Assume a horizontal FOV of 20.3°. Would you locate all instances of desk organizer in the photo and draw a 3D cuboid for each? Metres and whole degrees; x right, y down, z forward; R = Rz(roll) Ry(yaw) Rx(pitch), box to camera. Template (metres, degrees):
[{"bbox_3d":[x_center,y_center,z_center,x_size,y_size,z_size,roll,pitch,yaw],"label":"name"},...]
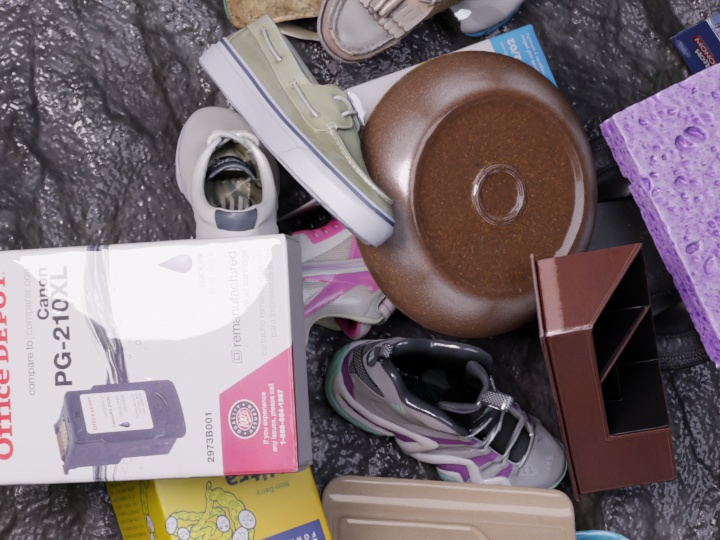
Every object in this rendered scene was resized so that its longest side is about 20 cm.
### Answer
[{"bbox_3d":[0.172,0.072,1.406,0.077,0.200,0.072,-9,49,7],"label":"desk organizer"}]

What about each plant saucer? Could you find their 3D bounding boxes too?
[{"bbox_3d":[0.089,-0.052,1.387,0.200,0.037,0.201,-1,93,-28],"label":"plant saucer"}]

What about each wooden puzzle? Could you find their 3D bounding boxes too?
[{"bbox_3d":[0.063,0.238,1.385,0.184,0.037,0.200,4,50,-6],"label":"wooden puzzle"}]

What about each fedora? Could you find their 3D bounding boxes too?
[{"bbox_3d":[0.205,-0.010,1.513,0.200,0.092,0.201,3,79,-19],"label":"fedora"}]

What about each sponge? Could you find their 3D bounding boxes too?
[{"bbox_3d":[0.265,-0.042,1.473,0.111,0.030,0.200,-25,89,-21],"label":"sponge"}]

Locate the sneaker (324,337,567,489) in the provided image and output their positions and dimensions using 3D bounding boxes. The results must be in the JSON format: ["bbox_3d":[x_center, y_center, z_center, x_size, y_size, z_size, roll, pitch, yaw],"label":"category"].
[{"bbox_3d":[0.083,0.104,1.413,0.200,0.140,0.078,23,71,-19],"label":"sneaker"}]

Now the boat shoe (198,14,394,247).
[{"bbox_3d":[-0.035,-0.098,1.335,0.062,0.072,0.200,-42,62,3],"label":"boat shoe"}]

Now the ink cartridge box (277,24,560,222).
[{"bbox_3d":[0.030,-0.105,1.444,0.200,0.115,0.068,-22,90,-25],"label":"ink cartridge box"}]

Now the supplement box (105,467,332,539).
[{"bbox_3d":[-0.110,0.116,1.348,0.109,0.109,0.201,-17,87,-24],"label":"supplement box"}]

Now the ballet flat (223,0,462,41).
[{"bbox_3d":[-0.009,-0.201,1.480,0.199,0.071,0.065,2,122,-16],"label":"ballet flat"}]

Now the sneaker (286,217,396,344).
[{"bbox_3d":[0.000,0.000,1.438,0.200,0.081,0.088,-23,91,-17],"label":"sneaker"}]

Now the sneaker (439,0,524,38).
[{"bbox_3d":[0.135,-0.258,1.535,0.075,0.087,0.200,48,68,-10],"label":"sneaker"}]

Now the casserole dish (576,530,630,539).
[{"bbox_3d":[0.134,0.251,1.438,0.199,0.039,0.121,-6,47,-22],"label":"casserole dish"}]

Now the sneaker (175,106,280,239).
[{"bbox_3d":[-0.084,-0.066,1.357,0.073,0.200,0.071,-2,125,-12],"label":"sneaker"}]

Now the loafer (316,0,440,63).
[{"bbox_3d":[0.049,-0.228,1.423,0.200,0.063,0.072,-46,104,-11],"label":"loafer"}]

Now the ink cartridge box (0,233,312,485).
[{"bbox_3d":[-0.136,0.056,1.237,0.199,0.084,0.145,-3,88,5],"label":"ink cartridge box"}]

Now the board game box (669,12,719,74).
[{"bbox_3d":[0.386,-0.165,1.636,0.200,0.062,0.200,-38,96,-23],"label":"board game box"}]
